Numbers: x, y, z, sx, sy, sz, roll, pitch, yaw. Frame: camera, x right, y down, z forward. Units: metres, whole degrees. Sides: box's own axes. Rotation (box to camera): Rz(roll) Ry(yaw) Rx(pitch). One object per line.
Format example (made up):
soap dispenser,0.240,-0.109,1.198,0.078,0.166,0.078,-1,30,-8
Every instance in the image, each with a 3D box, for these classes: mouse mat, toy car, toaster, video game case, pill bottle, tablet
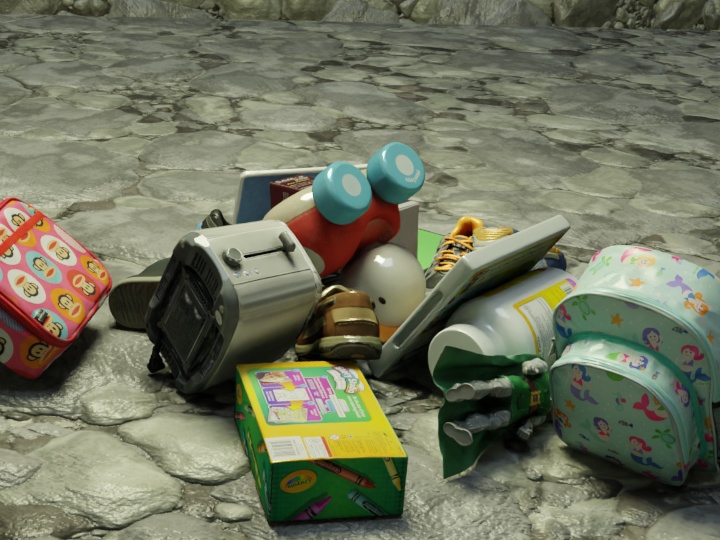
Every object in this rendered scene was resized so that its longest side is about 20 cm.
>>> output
mouse mat,0.039,-0.027,1.772,0.160,0.008,0.199,16,24,30
toy car,0.000,0.000,1.458,0.176,0.201,0.184,-23,-9,-45
toaster,-0.125,0.037,1.331,0.128,0.201,0.114,-15,60,-37
video game case,0.115,0.025,1.419,0.023,0.182,0.199,51,38,15
pill bottle,0.153,0.068,1.388,0.103,0.106,0.199,18,24,34
tablet,-0.066,-0.090,1.754,0.198,0.131,0.014,-5,53,-17

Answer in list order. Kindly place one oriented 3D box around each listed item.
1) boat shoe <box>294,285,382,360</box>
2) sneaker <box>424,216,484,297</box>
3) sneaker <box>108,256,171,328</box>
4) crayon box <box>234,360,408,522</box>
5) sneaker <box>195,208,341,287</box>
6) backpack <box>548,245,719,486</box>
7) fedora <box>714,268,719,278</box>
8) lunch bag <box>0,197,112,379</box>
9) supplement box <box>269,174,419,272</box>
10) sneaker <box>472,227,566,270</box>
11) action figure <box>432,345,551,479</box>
boat shoe,-0.019,0.052,1.368,0.075,0.075,0.200,1,-3,-16
sneaker,0.113,-0.004,1.621,0.077,0.078,0.200,9,22,8
sneaker,-0.169,0.021,1.496,0.197,0.076,0.106,6,19,8
crayon box,-0.040,0.146,1.202,0.117,0.059,0.200,-1,20,-14
sneaker,-0.097,-0.013,1.559,0.198,0.083,0.071,22,15,-12
backpack,0.259,0.083,1.235,0.176,0.202,0.150,19,44,32
fedora,0.483,0.054,1.515,0.175,0.091,0.199,-6,16,-29
lunch bag,-0.353,0.007,1.374,0.176,0.082,0.200,41,19,-9
supplement box,-0.022,-0.043,1.632,0.199,0.110,0.061,17,24,39
sneaker,0.186,0.007,1.626,0.075,0.089,0.199,-1,-9,34
action figure,0.141,0.120,1.267,0.054,0.120,0.199,9,9,35
